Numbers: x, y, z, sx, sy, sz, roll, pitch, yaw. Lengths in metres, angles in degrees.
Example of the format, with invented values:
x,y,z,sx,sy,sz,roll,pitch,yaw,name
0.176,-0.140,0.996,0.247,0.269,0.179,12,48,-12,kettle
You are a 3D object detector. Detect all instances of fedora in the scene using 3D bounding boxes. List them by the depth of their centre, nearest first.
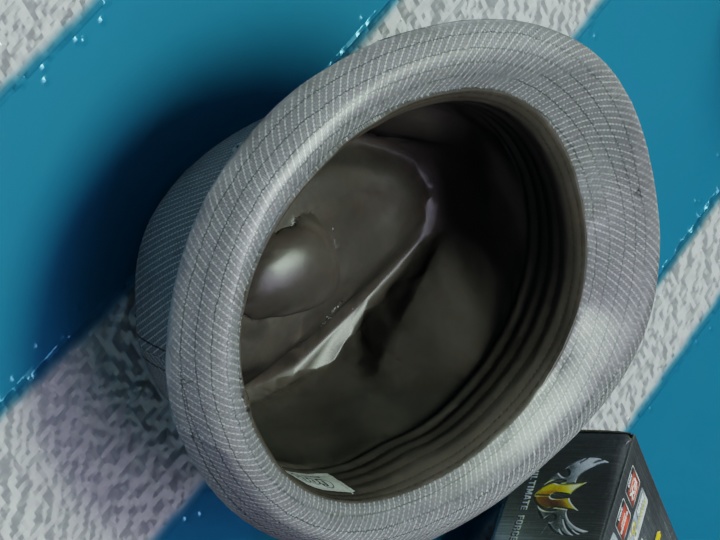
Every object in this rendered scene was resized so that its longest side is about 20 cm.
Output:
x,y,z,sx,sy,sz,roll,pitch,yaw,name
0.000,0.000,0.974,0.200,0.090,0.178,-34,122,-27,fedora

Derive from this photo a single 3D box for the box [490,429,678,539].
x,y,z,sx,sy,sz,roll,pitch,yaw,name
0.081,0.187,1.085,0.159,0.048,0.201,64,37,-40,box
